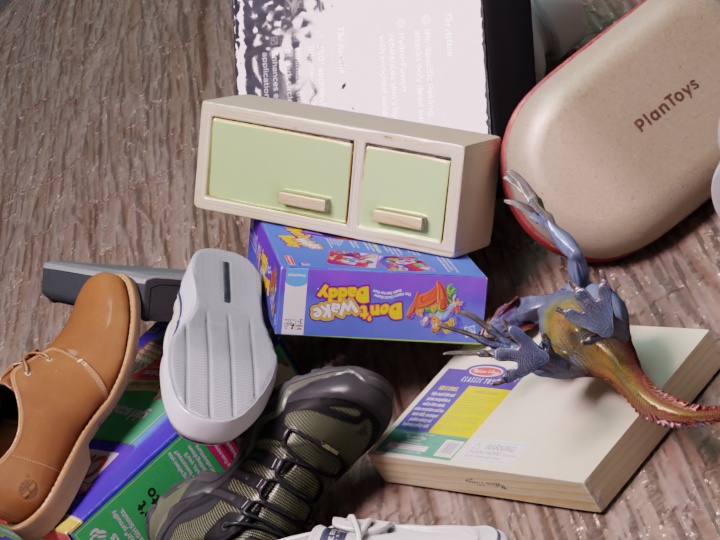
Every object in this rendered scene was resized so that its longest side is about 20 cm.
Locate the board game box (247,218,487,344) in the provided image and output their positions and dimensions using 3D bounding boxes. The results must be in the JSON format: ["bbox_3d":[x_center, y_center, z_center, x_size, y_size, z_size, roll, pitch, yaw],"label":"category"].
[{"bbox_3d":[0.000,0.000,1.469,0.133,0.045,0.200,3,12,-9],"label":"board game box"}]

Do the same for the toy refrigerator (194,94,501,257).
[{"bbox_3d":[-0.012,-0.066,1.479,0.199,0.076,0.070,12,13,24],"label":"toy refrigerator"}]

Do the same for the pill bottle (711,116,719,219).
[{"bbox_3d":[0.285,-0.100,1.345,0.112,0.113,0.200,-12,31,39],"label":"pill bottle"}]

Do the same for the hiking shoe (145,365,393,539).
[{"bbox_3d":[-0.049,0.144,1.346,0.200,0.076,0.101,-43,36,23],"label":"hiking shoe"}]

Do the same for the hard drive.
[{"bbox_3d":[-0.132,0.018,1.589,0.139,0.033,0.200,4,1,-29],"label":"hard drive"}]

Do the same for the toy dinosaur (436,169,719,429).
[{"bbox_3d":[0.118,0.045,1.292,0.105,0.200,0.181,-44,-12,6],"label":"toy dinosaur"}]

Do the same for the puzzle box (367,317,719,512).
[{"bbox_3d":[0.109,0.083,1.323,0.133,0.025,0.199,-46,27,-27],"label":"puzzle box"}]

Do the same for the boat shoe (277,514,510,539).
[{"bbox_3d":[-0.008,0.174,1.243,0.199,0.066,0.074,-21,26,27],"label":"boat shoe"}]

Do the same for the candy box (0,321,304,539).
[{"bbox_3d":[-0.148,0.127,1.493,0.200,0.077,0.169,-45,25,-23],"label":"candy box"}]

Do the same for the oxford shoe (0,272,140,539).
[{"bbox_3d":[-0.199,0.073,1.428,0.071,0.071,0.201,-23,37,43],"label":"oxford shoe"}]

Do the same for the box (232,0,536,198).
[{"bbox_3d":[0.018,-0.147,1.586,0.199,0.198,0.117,-6,-7,22],"label":"box"}]

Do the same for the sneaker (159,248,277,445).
[{"bbox_3d":[-0.091,0.063,1.386,0.073,0.071,0.200,13,27,-4],"label":"sneaker"}]

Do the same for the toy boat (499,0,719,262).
[{"bbox_3d":[0.183,-0.089,1.475,0.200,0.131,0.131,-37,-6,-12],"label":"toy boat"}]

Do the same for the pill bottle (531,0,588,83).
[{"bbox_3d":[0.075,-0.161,1.723,0.200,0.110,0.109,-39,24,-11],"label":"pill bottle"}]
